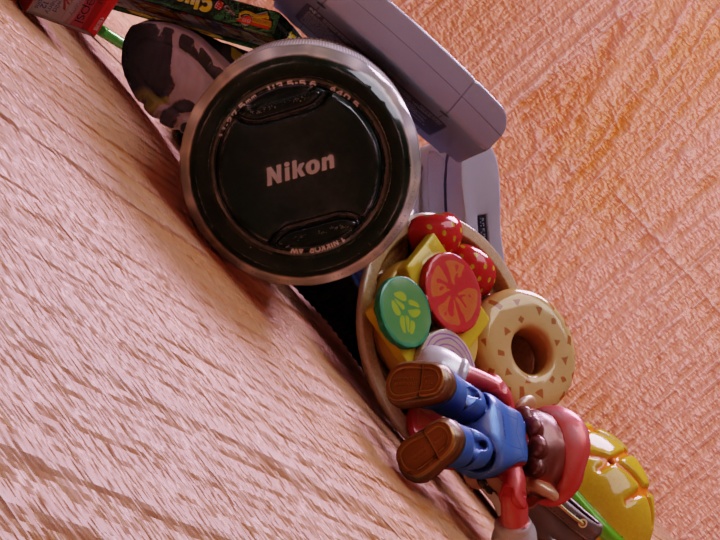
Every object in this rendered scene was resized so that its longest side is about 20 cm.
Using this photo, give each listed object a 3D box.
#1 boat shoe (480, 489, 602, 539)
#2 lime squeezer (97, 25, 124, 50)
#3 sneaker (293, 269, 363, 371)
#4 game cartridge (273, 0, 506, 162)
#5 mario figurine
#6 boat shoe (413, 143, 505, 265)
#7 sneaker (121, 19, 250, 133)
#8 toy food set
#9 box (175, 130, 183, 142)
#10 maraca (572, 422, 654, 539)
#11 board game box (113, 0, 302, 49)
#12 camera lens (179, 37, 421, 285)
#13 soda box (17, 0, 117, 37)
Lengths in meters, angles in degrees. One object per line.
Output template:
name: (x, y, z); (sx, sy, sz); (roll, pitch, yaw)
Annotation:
boat shoe: (0.111, 0.149, 1.776); (0.200, 0.060, 0.072); (51, 5, 16)
lime squeezer: (-0.170, -0.167, 1.863); (0.071, 0.038, 0.200); (19, 2, 8)
sneaker: (0.000, 0.000, 1.710); (0.200, 0.066, 0.078); (53, 39, 1)
game cartridge: (0.019, -0.158, 1.636); (0.200, 0.042, 0.133); (41, -12, -6)
mario figurine: (0.078, 0.129, 1.562); (0.106, 0.124, 0.200); (20, -4, 38)
boat shoe: (0.068, -0.004, 1.770); (0.071, 0.070, 0.200); (-8, 97, -51)
sneaker: (-0.090, -0.133, 1.711); (0.200, 0.075, 0.085); (29, 22, 13)
toy food set: (0.072, 0.054, 1.658); (0.200, 0.049, 0.198); (56, 45, -19)
box: (-0.085, -0.083, 1.847); (0.159, 0.046, 0.200); (49, 5, -14)
maraca: (0.179, 0.176, 1.908); (0.137, 0.107, 0.200); (44, 7, -44)
board game box: (-0.148, -0.202, 1.701); (0.200, 0.024, 0.105); (16, 0, 10)
camera lens: (-0.040, -0.080, 1.549); (0.160, 0.160, 0.200); (49, 5, -7)
soda box: (-0.232, -0.253, 1.598); (0.063, 0.070, 0.200); (17, 28, -42)
